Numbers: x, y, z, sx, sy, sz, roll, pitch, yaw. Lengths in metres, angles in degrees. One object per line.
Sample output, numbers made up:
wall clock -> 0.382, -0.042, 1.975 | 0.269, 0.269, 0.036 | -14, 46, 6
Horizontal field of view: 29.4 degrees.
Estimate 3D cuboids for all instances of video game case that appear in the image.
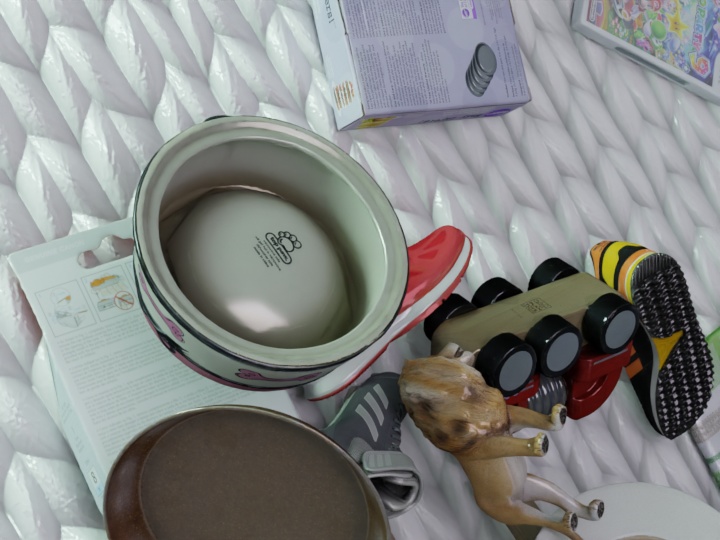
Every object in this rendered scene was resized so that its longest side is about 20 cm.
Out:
video game case -> 0.300, -0.267, 1.367 | 0.198, 0.018, 0.145 | 21, 69, -26

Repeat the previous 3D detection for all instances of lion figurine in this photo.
lion figurine -> 0.105, 0.147, 1.047 | 0.073, 0.121, 0.202 | -52, 132, -44

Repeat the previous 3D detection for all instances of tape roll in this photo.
tape roll -> 0.222, 0.265, 1.075 | 0.200, 0.037, 0.205 | 1, 57, -1

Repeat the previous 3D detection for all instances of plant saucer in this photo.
plant saucer -> -0.075, 0.168, 0.929 | 0.200, 0.200, 0.035 | 45, 25, -15

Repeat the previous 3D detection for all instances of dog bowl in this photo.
dog bowl -> -0.070, -0.005, 0.960 | 0.198, 0.074, 0.202 | 12, 55, -17

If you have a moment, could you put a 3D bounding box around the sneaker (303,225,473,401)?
sneaker -> 0.000, 0.000, 1.098 | 0.200, 0.078, 0.116 | -45, 104, -31

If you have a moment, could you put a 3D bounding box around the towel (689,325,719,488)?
towel -> 0.385, 0.149, 1.323 | 0.149, 0.031, 0.201 | -33, 97, -32

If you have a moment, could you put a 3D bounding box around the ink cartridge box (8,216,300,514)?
ink cartridge box -> -0.156, 0.061, 1.023 | 0.159, 0.047, 0.201 | -19, 73, -32

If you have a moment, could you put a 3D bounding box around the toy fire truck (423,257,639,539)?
toy fire truck -> 0.148, 0.118, 1.152 | 0.175, 0.128, 0.202 | -18, 125, -31

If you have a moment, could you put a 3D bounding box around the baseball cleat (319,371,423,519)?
baseball cleat -> 0.012, 0.139, 1.030 | 0.200, 0.106, 0.070 | -33, 137, -55

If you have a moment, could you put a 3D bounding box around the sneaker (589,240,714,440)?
sneaker -> 0.260, 0.058, 1.246 | 0.070, 0.090, 0.202 | -30, 121, -17

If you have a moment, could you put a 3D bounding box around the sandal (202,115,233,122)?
sandal -> -0.091, -0.030, 1.048 | 0.075, 0.048, 0.202 | 8, 51, -21

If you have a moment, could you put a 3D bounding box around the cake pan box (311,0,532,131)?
cake pan box -> 0.046, -0.228, 1.189 | 0.183, 0.052, 0.202 | -10, 85, -34

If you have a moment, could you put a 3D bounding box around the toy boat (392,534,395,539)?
toy boat -> -0.016, 0.273, 1.021 | 0.129, 0.131, 0.202 | -18, 89, -3
